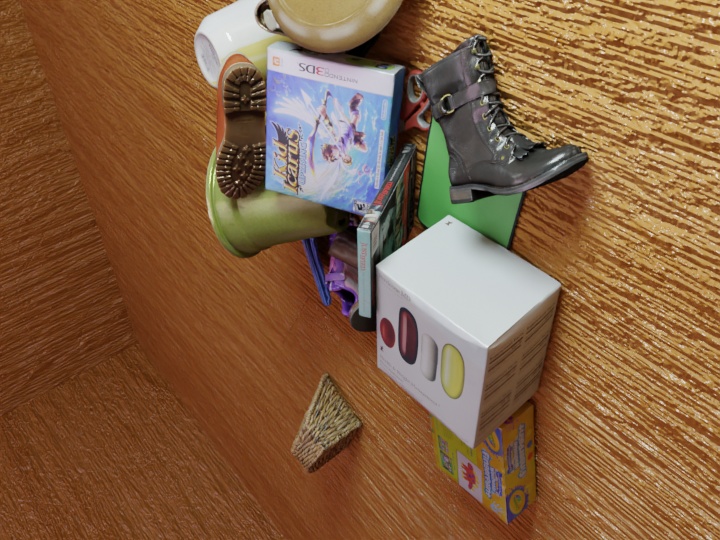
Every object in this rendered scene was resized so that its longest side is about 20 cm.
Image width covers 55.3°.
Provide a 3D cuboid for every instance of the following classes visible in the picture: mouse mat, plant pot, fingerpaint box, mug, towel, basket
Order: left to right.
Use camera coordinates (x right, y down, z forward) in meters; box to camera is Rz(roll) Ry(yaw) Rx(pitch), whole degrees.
[{"bbox_3d":[-0.156,-0.331,1.038,0.187,0.152,0.151,46,148,28],"label":"mug"},{"bbox_3d":[-0.113,-0.122,1.091,0.181,0.201,0.204,-1,120,22],"label":"plant pot"},{"bbox_3d":[-0.090,-0.039,1.259,0.201,0.023,0.147,-117,11,-62],"label":"towel"},{"bbox_3d":[-0.108,0.363,1.593,0.150,0.141,0.201,52,151,16],"label":"basket"},{"bbox_3d":[-0.032,-0.359,0.798,0.196,0.027,0.205,0,91,23],"label":"plant pot"},{"bbox_3d":[0.139,-0.099,0.884,0.160,0.007,0.202,39,144,29],"label":"mouse mat"},{"bbox_3d":[0.187,0.259,1.064,0.166,0.073,0.203,29,139,48],"label":"fingerpaint box"}]

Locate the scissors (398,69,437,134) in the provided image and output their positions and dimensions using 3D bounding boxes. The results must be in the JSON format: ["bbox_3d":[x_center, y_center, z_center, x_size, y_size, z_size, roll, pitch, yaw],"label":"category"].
[{"bbox_3d":[0.060,-0.194,0.938,0.074,0.014,0.200,55,150,9],"label":"scissors"}]

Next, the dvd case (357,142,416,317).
[{"bbox_3d":[0.038,-0.057,0.922,0.022,0.201,0.148,12,134,14],"label":"dvd case"}]

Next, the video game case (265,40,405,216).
[{"bbox_3d":[-0.040,-0.185,0.917,0.178,0.045,0.203,17,123,18],"label":"video game case"}]

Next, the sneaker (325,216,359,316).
[{"bbox_3d":[-0.026,-0.007,1.177,0.080,0.088,0.203,-7,107,62],"label":"sneaker"}]

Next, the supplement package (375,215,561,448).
[{"bbox_3d":[0.132,0.079,0.905,0.190,0.146,0.202,36,144,34],"label":"supplement package"}]

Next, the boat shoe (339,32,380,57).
[{"bbox_3d":[-0.032,-0.289,0.949,0.061,0.071,0.201,61,150,10],"label":"boat shoe"}]

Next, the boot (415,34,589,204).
[{"bbox_3d":[0.145,-0.171,0.758,0.198,0.069,0.178,-7,98,48],"label":"boot"}]

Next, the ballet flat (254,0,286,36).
[{"bbox_3d":[-0.070,-0.315,0.874,0.199,0.067,0.069,26,128,45],"label":"ballet flat"}]

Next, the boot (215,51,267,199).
[{"bbox_3d":[-0.173,-0.207,0.979,0.108,0.074,0.203,-120,34,-50],"label":"boot"}]

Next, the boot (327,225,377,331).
[{"bbox_3d":[0.000,0.000,1.037,0.199,0.184,0.065,34,134,38],"label":"boot"}]
